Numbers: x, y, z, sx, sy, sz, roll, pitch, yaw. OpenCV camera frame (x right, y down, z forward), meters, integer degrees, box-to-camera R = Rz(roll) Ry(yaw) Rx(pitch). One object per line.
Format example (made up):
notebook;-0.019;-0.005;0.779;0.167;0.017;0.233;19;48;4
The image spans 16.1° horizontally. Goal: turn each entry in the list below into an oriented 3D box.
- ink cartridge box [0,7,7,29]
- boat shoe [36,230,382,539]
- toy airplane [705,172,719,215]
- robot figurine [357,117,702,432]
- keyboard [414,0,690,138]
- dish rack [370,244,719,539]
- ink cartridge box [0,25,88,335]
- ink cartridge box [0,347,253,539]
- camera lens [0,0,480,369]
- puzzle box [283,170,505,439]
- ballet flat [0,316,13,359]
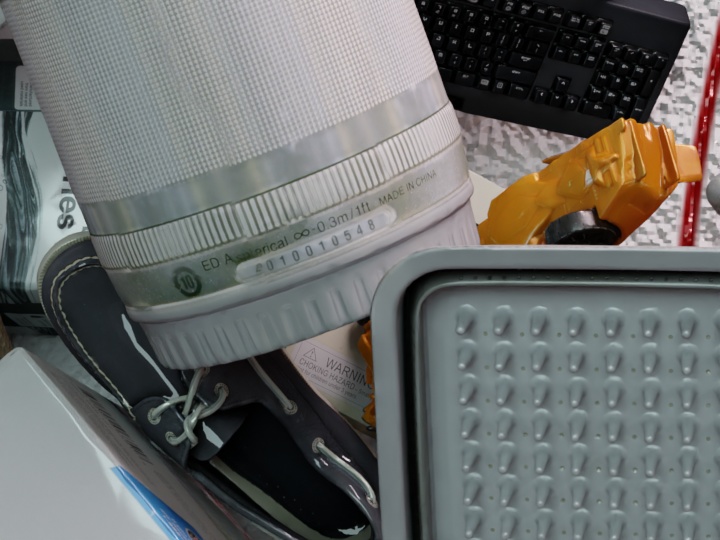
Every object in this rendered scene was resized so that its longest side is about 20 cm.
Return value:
ink cartridge box;-0.124;-0.198;1.204;0.045;0.200;0.176;43;112;-13
boat shoe;-0.060;0.058;1.121;0.200;0.063;0.073;42;98;-15
toy airplane;0.204;0.044;1.121;0.199;0.141;0.200;37;64;-13
robot figurine;0.071;0.026;1.092;0.200;0.058;0.145;-37;56;44
keyboard;0.060;-0.116;1.179;0.200;0.040;0.104;10;116;-20
dish rack;0.094;0.077;1.000;0.171;0.044;0.200;1;113;11
ink cartridge box;-0.165;-0.048;1.243;0.200;0.083;0.147;2;73;10
ink cartridge box;-0.124;0.150;1.105;0.145;0.200;0.147;-43;71;0
camera lens;-0.051;-0.078;1.044;0.160;0.160;0.200;-20;99;3
puzzle box;0.000;0.000;1.183;0.200;0.025;0.133;29;77;-12
ballet flat;-0.198;0.024;1.173;0.067;0.200;0.046;-8;34;16
